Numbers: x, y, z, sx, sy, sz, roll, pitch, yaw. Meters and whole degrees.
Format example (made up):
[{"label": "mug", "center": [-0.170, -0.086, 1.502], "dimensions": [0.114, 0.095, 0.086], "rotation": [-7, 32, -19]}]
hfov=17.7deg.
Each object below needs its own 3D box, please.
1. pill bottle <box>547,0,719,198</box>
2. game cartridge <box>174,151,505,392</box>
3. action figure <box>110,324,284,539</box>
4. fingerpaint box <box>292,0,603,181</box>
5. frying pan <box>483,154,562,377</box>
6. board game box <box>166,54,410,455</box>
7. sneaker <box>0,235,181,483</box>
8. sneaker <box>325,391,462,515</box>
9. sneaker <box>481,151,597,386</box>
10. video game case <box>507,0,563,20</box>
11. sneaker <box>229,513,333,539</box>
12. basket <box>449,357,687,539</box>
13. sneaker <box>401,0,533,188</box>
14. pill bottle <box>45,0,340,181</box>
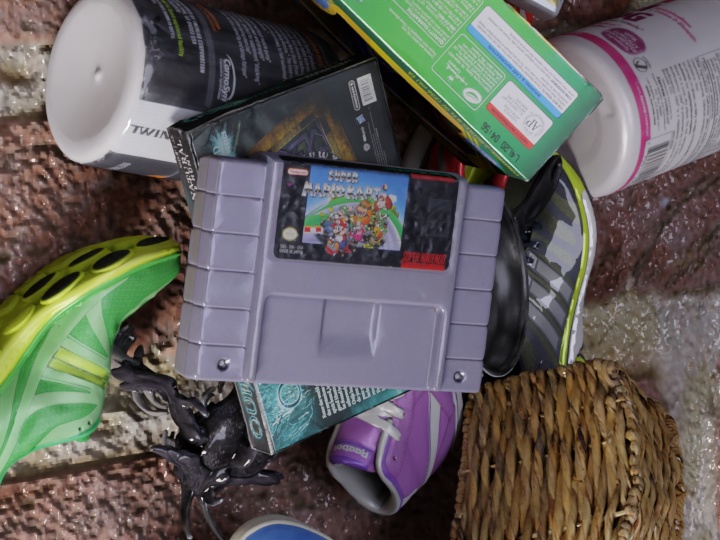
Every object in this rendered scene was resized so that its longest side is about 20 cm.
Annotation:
[{"label": "pill bottle", "center": [0.213, -0.130, 1.618], "dimensions": [0.199, 0.113, 0.114], "rotation": [-21, 105, -37]}, {"label": "game cartridge", "center": [-0.008, 0.002, 1.326], "dimensions": [0.199, 0.038, 0.131], "rotation": [4, 99, -33]}, {"label": "action figure", "center": [-0.085, 0.059, 1.395], "dimensions": [0.119, 0.102, 0.201], "rotation": [20, 87, -44]}, {"label": "fingerpaint box", "center": [0.033, -0.149, 1.394], "dimensions": [0.200, 0.167, 0.073], "rotation": [43, 88, -12]}, {"label": "frying pan", "center": [0.084, -0.023, 1.464], "dimensions": [0.115, 0.031, 0.191], "rotation": [53, 41, -48]}, {"label": "board game box", "center": [-0.028, -0.010, 1.347], "dimensions": [0.135, 0.028, 0.201], "rotation": [-23, 108, -28]}, {"label": "sneaker", "center": [-0.177, 0.055, 1.338], "dimensions": [0.200, 0.074, 0.084], "rotation": [-45, 116, -18]}, {"label": "sneaker", "center": [0.016, 0.065, 1.453], "dimensions": [0.114, 0.072, 0.201], "rotation": [-50, 137, -45]}, {"label": "sneaker", "center": [0.110, 0.012, 1.563], "dimensions": [0.081, 0.074, 0.201], "rotation": [-5, 94, -46]}, {"label": "video game case", "center": [0.074, -0.289, 1.514], "dimensions": [0.199, 0.023, 0.183], "rotation": [26, 75, -18]}, {"label": "sneaker", "center": [0.002, 0.232, 1.374], "dimensions": [0.077, 0.111, 0.200], "rotation": [-39, 112, -12]}, {"label": "basket", "center": [0.151, 0.176, 1.483], "dimensions": [0.149, 0.142, 0.201], "rotation": [45, 41, -40]}, {"label": "sneaker", "center": [0.091, -0.117, 1.537], "dimensions": [0.077, 0.085, 0.201], "rotation": [18, 81, -39]}, {"label": "pill bottle", "center": [-0.080, -0.102, 1.384], "dimensions": [0.199, 0.106, 0.107], "rotation": [9, 87, -39]}]
